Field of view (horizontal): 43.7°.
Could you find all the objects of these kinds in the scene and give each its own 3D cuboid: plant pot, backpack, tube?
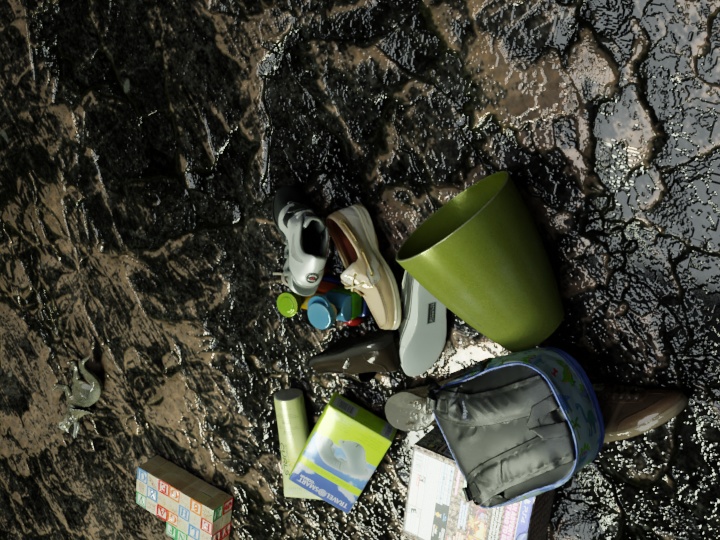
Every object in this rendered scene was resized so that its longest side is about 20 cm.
[{"bbox_3d":[0.178,0.005,1.203,0.186,0.187,0.201,-30,103,36],"label":"plant pot"},{"bbox_3d":[0.218,0.195,1.177,0.199,0.146,0.185,-32,78,45],"label":"backpack"},{"bbox_3d":[-0.110,0.305,1.551,0.058,0.051,0.203,24,125,58],"label":"tube"}]

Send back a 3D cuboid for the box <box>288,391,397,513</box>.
[{"bbox_3d":[-0.036,0.310,1.484,0.121,0.048,0.201,29,119,2],"label":"box"}]

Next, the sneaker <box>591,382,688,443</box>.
[{"bbox_3d":[0.334,0.183,1.202,0.199,0.070,0.076,-28,87,36],"label":"sneaker"}]

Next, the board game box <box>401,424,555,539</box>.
[{"bbox_3d":[0.176,0.344,1.338,0.198,0.096,0.162,18,113,28],"label":"board game box"}]

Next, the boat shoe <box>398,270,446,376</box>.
[{"bbox_3d":[0.090,0.063,1.340,0.064,0.070,0.202,-128,38,-50],"label":"boat shoe"}]

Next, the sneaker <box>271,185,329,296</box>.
[{"bbox_3d":[-0.082,-0.067,1.365,0.089,0.073,0.202,-56,39,42],"label":"sneaker"}]

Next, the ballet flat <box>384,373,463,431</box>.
[{"bbox_3d":[0.116,0.197,1.374,0.199,0.046,0.068,-29,84,41],"label":"ballet flat"}]

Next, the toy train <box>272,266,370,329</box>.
[{"bbox_3d":[-0.093,0.041,1.418,0.198,0.115,0.086,12,110,30],"label":"toy train"}]

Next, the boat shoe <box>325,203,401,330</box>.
[{"bbox_3d":[0.000,0.000,1.346,0.202,0.068,0.074,69,152,16],"label":"boat shoe"}]

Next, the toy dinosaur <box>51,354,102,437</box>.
[{"bbox_3d":[-0.562,0.237,1.831,0.102,0.077,0.201,40,118,3],"label":"toy dinosaur"}]

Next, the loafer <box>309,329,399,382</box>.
[{"bbox_3d":[-0.011,0.146,1.402,0.199,0.073,0.072,-19,98,55],"label":"loafer"}]

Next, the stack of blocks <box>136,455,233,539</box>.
[{"bbox_3d":[-0.345,0.458,1.745,0.198,0.058,0.117,21,115,27],"label":"stack of blocks"}]
